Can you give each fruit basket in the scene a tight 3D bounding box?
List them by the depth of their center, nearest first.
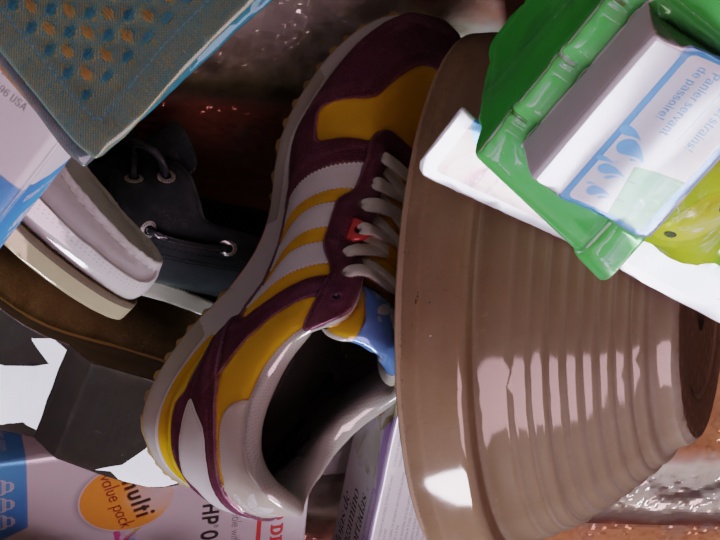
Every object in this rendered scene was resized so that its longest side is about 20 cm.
[{"bbox_3d":[0.146,-0.042,0.891,0.199,0.094,0.185,31,131,-11],"label":"fruit basket"}]

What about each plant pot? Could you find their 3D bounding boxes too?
[{"bbox_3d":[0.083,0.013,1.021,0.092,0.202,0.201,3,140,18],"label":"plant pot"}]

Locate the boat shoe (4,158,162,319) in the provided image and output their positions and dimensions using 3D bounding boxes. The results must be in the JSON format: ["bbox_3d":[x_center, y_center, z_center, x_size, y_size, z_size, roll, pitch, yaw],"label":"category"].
[{"bbox_3d":[-0.129,-0.069,0.942,0.068,0.075,0.200,-42,112,1],"label":"boat shoe"}]

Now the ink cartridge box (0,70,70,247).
[{"bbox_3d":[-0.117,-0.118,0.842,0.144,0.084,0.200,39,101,-2],"label":"ink cartridge box"}]

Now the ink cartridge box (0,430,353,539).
[{"bbox_3d":[-0.084,0.084,1.148,0.199,0.068,0.116,-7,137,-13],"label":"ink cartridge box"}]

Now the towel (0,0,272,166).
[{"bbox_3d":[-0.087,-0.152,0.781,0.146,0.022,0.200,-39,91,9],"label":"towel"}]

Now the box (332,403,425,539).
[{"bbox_3d":[0.022,0.065,1.161,0.041,0.039,0.201,-4,126,-21],"label":"box"}]

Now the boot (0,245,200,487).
[{"bbox_3d":[-0.146,0.015,1.066,0.199,0.076,0.074,25,125,-14],"label":"boot"}]

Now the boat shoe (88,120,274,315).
[{"bbox_3d":[-0.073,-0.022,1.048,0.199,0.074,0.066,23,97,-22],"label":"boat shoe"}]

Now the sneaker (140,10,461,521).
[{"bbox_3d":[0.000,0.000,1.002,0.075,0.090,0.201,30,83,-34],"label":"sneaker"}]
